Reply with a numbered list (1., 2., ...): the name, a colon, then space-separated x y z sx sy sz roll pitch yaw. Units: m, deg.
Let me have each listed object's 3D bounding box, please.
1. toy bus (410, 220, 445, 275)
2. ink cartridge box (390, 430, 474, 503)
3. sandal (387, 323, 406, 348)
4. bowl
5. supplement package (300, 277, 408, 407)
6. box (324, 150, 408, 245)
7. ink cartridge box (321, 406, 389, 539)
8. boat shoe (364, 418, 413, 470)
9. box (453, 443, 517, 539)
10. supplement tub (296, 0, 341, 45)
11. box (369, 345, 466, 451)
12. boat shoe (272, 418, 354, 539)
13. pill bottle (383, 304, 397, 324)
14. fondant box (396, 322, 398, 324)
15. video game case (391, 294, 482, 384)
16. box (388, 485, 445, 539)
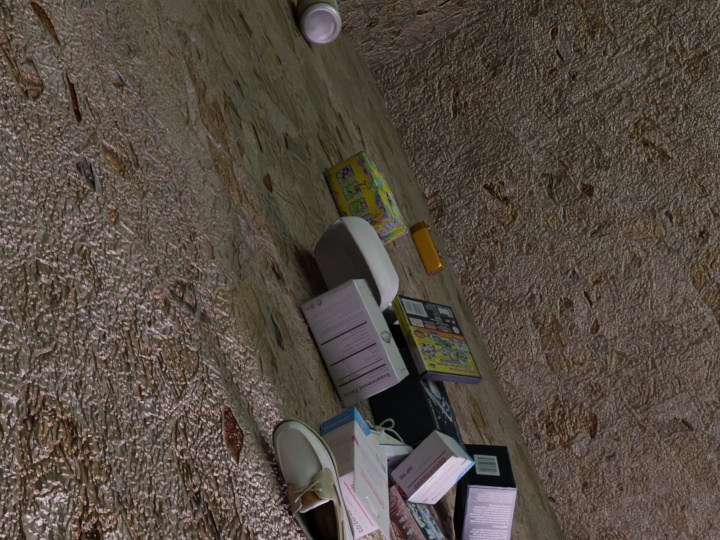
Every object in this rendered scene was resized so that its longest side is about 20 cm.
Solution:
1. toy bus: 0.243 -0.085 3.191 0.078 0.064 0.204 29 38 -66
2. ink cartridge box: 0.129 0.356 1.573 0.067 0.116 0.200 47 2 24
3. sandal: 0.081 0.144 1.858 0.075 0.196 0.049 135 -44 -66
4. bowl: 0.000 0.000 1.735 0.203 0.073 0.200 64 -28 11
5. supplement package: -0.008 0.130 1.600 0.204 0.115 0.117 65 11 4
6. box: 0.018 -0.180 2.310 0.196 0.120 0.200 67 12 17
7. ink cartridge box: -0.010 0.321 1.332 0.116 0.067 0.201 59 13 -22
8. boat shoe: 0.030 0.304 1.546 0.201 0.074 0.087 23 38 -58
9. box: 0.257 0.492 1.818 0.149 0.104 0.205 -87 180 -67
10. supplement tub: -0.144 -0.877 2.961 0.145 0.142 0.202 53 16 -39
11. box: 0.112 0.295 1.770 0.197 0.122 0.203 44 23 -52
12. boat shoe: -0.061 0.295 1.158 0.203 0.074 0.068 64 7 -6
13. pill bottle: 0.012 0.024 1.908 0.112 0.110 0.203 40 27 -60
14. fondant box: 0.069 0.148 2.028 0.200 0.057 0.146 50 19 -47
15. video game case: 0.157 0.145 1.797 0.198 0.025 0.184 14 46 -48
16. box: 0.118 0.479 1.523 0.202 0.040 0.137 57 8 28
